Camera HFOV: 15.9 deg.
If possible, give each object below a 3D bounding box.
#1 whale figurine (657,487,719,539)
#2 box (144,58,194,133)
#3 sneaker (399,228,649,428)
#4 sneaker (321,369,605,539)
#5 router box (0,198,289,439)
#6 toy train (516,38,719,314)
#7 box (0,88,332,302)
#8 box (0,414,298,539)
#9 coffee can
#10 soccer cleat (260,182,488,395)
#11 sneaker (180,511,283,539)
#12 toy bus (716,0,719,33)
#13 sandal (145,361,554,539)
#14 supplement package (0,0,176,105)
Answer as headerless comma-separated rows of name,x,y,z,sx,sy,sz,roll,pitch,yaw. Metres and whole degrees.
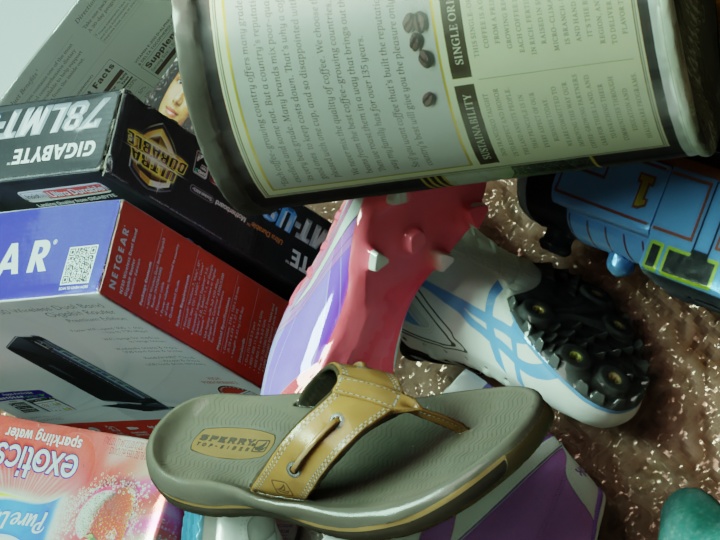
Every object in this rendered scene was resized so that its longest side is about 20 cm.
whale figurine,0.179,0.128,1.002,0.199,0.104,0.160,10,75,44
box,-0.051,-0.113,1.379,0.201,0.050,0.075,-53,44,4
sneaker,0.060,0.024,1.201,0.200,0.071,0.073,37,120,43
sneaker,0.031,0.147,1.104,0.114,0.073,0.201,40,69,5
router box,-0.134,0.030,1.281,0.199,0.179,0.049,-5,63,40
toy train,0.146,-0.046,1.145,0.199,0.086,0.115,23,89,46
box,-0.125,-0.020,1.286,0.199,0.198,0.050,-5,65,39
box,-0.140,0.138,1.288,0.199,0.094,0.103,6,73,43
coffee can,0.039,-0.107,1.059,0.198,0.147,0.147,-6,61,16
soccer cleat,0.000,0.000,1.170,0.076,0.066,0.201,24,97,49
sneaker,-0.038,0.172,1.163,0.077,0.080,0.202,130,133,-77
toy bus,0.117,-0.141,1.223,0.199,0.078,0.066,-13,59,37
sandal,-0.014,0.066,1.085,0.199,0.055,0.082,2,41,37
supplement package,-0.182,-0.128,1.460,0.200,0.111,0.156,-50,45,8
